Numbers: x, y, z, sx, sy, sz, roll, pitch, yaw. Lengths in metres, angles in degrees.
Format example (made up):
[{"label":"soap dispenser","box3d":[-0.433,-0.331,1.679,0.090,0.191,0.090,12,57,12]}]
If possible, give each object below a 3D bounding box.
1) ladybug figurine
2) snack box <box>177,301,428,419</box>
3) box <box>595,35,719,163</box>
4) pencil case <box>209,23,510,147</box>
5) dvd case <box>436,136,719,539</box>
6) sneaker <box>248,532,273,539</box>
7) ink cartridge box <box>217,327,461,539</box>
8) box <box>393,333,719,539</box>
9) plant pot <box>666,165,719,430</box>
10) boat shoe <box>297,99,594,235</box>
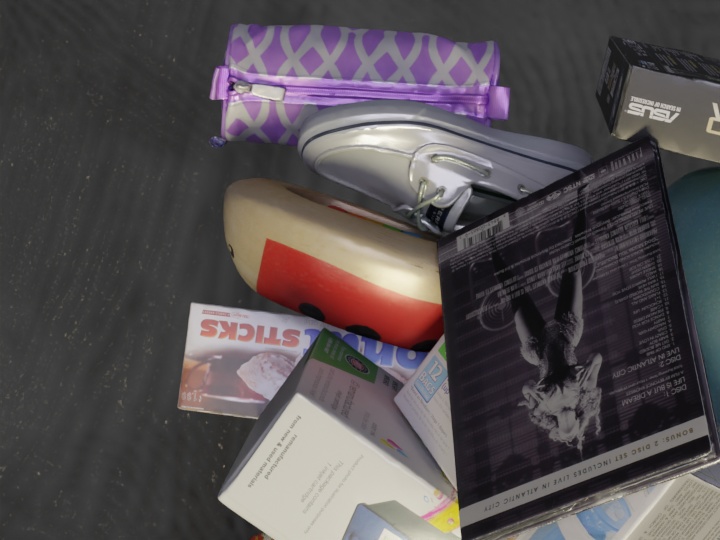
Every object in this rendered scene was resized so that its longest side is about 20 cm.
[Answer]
[{"label":"ladybug figurine","box3d":[0.000,0.000,0.953,0.198,0.136,0.073,20,97,10]},{"label":"snack box","box3d":[-0.021,0.069,0.998,0.197,0.024,0.073,7,84,2]},{"label":"box","box3d":[0.231,-0.100,0.921,0.158,0.200,0.044,14,105,2]},{"label":"pencil case","box3d":[-0.002,-0.121,0.988,0.197,0.085,0.085,2,91,1]},{"label":"dvd case","box3d":[0.111,0.037,0.803,0.148,0.016,0.202,-26,47,28]},{"label":"sneaker","box3d":[-0.072,0.274,0.957,0.076,0.073,0.202,22,88,-6]},{"label":"ink cartridge box","box3d":[0.027,0.141,0.911,0.199,0.145,0.088,37,104,-3]},{"label":"box","box3d":[0.122,0.105,0.845,0.101,0.200,0.113,27,106,-38]},{"label":"plant pot","box3d":[0.239,0.013,0.928,0.200,0.200,0.135,-44,61,-3]},{"label":"boat shoe","box3d":[0.056,-0.057,0.944,0.197,0.074,0.067,6,57,-2]}]
